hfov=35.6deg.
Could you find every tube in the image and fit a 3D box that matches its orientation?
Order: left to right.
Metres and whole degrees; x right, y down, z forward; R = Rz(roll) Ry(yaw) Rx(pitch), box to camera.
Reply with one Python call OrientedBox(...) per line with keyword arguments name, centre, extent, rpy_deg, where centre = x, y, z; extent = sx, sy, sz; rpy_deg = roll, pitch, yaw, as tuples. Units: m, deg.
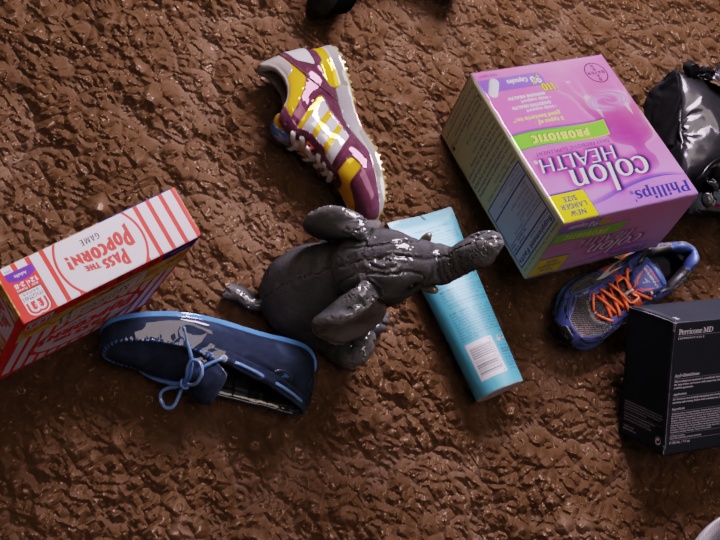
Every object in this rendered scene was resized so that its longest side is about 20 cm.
OrientedBox(name="tube", centre=(0.099, 0.031, 1.127), extent=(0.077, 0.050, 0.200), rpy_deg=(-15, 74, -31))

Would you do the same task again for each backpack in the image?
OrientedBox(name="backpack", centre=(0.421, -0.137, 1.279), extent=(0.200, 0.127, 0.167), rpy_deg=(8, 81, -22))

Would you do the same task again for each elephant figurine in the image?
OrientedBox(name="elephant figurine", centre=(0.000, 0.000, 1.002), extent=(0.142, 0.200, 0.155), rpy_deg=(48, 61, -3))

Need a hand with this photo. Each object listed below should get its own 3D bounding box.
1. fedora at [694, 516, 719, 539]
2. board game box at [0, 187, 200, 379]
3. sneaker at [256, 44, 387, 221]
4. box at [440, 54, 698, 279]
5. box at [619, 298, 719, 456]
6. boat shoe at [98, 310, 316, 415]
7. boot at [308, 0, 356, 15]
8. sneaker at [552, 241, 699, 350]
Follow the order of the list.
OrientedBox(name="fedora", centre=(0.364, 0.340, 1.111), extent=(0.177, 0.090, 0.200), rpy_deg=(17, 73, -16))
OrientedBox(name="board game box", centre=(-0.226, 0.015, 0.898), extent=(0.151, 0.200, 0.046), rpy_deg=(-29, 86, -28))
OrientedBox(name="sneaker", centre=(-0.041, -0.125, 1.107), extent=(0.090, 0.075, 0.200), rpy_deg=(-14, 72, -19))
OrientedBox(name="box", centre=(0.213, -0.113, 1.164), extent=(0.176, 0.097, 0.200), rpy_deg=(-12, 61, -26))
OrientedBox(name="box", centre=(0.378, 0.105, 1.176), extent=(0.200, 0.079, 0.141), rpy_deg=(-3, 105, -25))
OrientedBox(name="boat shoe", centre=(-0.129, 0.084, 0.983), extent=(0.200, 0.084, 0.069), rpy_deg=(9, 58, -18))
OrientedBox(name="boot", centre=(0.047, -0.329, 1.204), extent=(0.158, 0.079, 0.211), rpy_deg=(28, 63, -13))
OrientedBox(name="sneaker", centre=(0.283, 0.016, 1.192), extent=(0.200, 0.078, 0.075), rpy_deg=(-33, 87, -29))
